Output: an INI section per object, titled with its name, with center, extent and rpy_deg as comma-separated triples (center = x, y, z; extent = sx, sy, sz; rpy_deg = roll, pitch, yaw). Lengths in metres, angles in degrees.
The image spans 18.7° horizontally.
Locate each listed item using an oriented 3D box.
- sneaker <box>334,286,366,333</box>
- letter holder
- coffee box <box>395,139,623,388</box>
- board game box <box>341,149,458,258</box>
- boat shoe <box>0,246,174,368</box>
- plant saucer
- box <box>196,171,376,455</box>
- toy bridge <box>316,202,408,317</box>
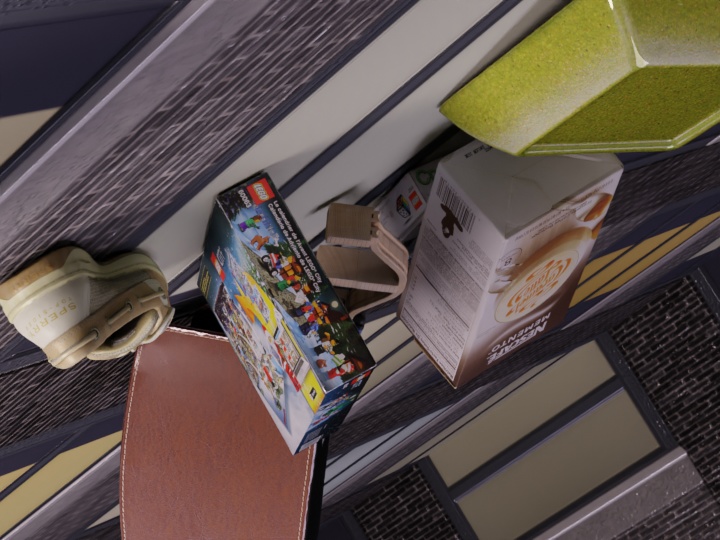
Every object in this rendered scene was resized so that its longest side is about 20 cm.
[sneaker]
center = -0.087, 0.078, 1.698
extent = 0.199, 0.076, 0.077
rpy_deg = -24, 171, -15
[letter holder]
center = -0.096, 0.119, 1.593
extent = 0.141, 0.201, 0.101
rpy_deg = 9, -157, 4
[coffee box]
center = 0.104, -0.018, 1.568
extent = 0.114, 0.080, 0.200
rpy_deg = -30, 156, -24
[board game box]
center = 0.092, -0.066, 1.649
extent = 0.199, 0.035, 0.126
rpy_deg = -25, 168, -33
[boat shoe]
center = -0.151, 0.030, 1.279
extent = 0.073, 0.063, 0.201
rpy_deg = -32, 171, 4
[plant saucer]
center = 0.183, -0.122, 1.392
extent = 0.199, 0.048, 0.200
rpy_deg = -4, 163, -32
[box]
center = -0.051, 0.032, 1.388
extent = 0.038, 0.137, 0.200
rpy_deg = -27, 170, -14
[toy bridge]
center = 0.000, 0.000, 1.588
extent = 0.067, 0.027, 0.200
rpy_deg = 6, 160, -4
